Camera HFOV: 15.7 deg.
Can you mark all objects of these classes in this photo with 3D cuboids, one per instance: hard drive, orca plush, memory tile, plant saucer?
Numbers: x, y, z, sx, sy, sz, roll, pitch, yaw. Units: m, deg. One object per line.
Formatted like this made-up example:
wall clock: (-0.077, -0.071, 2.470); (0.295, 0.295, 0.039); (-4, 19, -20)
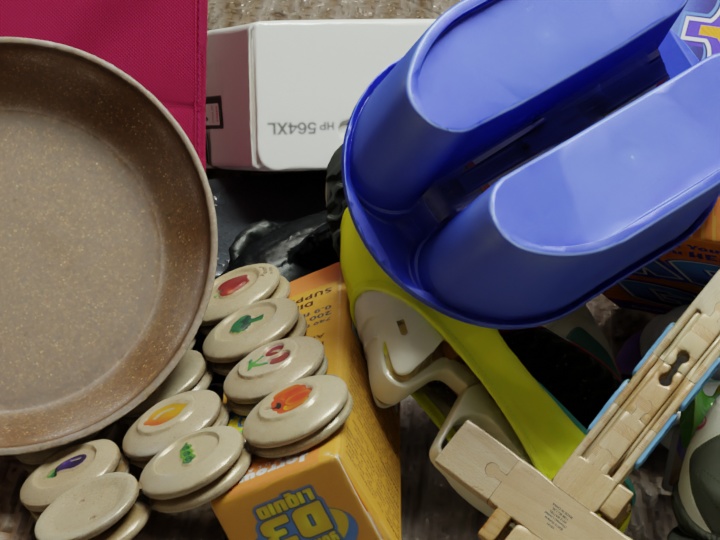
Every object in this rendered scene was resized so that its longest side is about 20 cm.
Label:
hard drive: (-0.002, -0.014, 1.441); (0.200, 0.042, 0.135); (-4, 26, -19)
orca plush: (0.000, 0.000, 1.325); (0.200, 0.071, 0.105); (-9, 63, -15)
memory tile: (-0.089, 0.061, 1.191); (0.153, 0.017, 0.200); (-28, 23, -3)
plant saucer: (-0.166, -0.009, 1.210); (0.200, 0.201, 0.037); (4, -16, -3)

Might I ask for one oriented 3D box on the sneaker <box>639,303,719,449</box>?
sneaker: (0.234, 0.074, 1.287); (0.200, 0.070, 0.080); (7, 41, 7)

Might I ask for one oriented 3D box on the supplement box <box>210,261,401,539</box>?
supplement box: (-0.022, 0.072, 1.200); (0.066, 0.069, 0.200); (-22, 25, 10)

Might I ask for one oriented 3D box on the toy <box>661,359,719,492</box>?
toy: (0.248, 0.080, 1.213); (0.200, 0.115, 0.047); (7, 37, 1)

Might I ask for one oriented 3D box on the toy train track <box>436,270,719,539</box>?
toy train track: (0.112, 0.080, 1.150); (0.115, 0.033, 0.200); (36, 77, 15)

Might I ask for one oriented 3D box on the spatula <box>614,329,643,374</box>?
spatula: (0.233, 0.058, 1.360); (0.200, 0.021, 0.057); (14, 32, 16)

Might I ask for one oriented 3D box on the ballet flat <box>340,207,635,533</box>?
ballet flat: (0.044, 0.055, 1.194); (0.067, 0.067, 0.200); (-36, 82, -33)

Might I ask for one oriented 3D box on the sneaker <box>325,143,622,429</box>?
sneaker: (0.056, 0.008, 1.292); (0.200, 0.070, 0.093); (45, 13, -10)

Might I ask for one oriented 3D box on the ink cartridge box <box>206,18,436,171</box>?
ink cartridge box: (-0.019, -0.101, 1.498); (0.146, 0.084, 0.200); (-3, 3, -18)

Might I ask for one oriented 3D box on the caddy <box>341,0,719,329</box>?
caddy: (0.088, -0.061, 1.182); (0.200, 0.105, 0.141); (-30, 82, -25)

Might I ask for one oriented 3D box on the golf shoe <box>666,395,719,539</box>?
golf shoe: (0.239, 0.113, 1.165); (0.200, 0.088, 0.077); (10, 23, 5)

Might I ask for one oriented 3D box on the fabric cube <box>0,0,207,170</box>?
fabric cube: (-0.197, -0.092, 1.342); (0.199, 0.200, 0.196); (-2, 10, -18)

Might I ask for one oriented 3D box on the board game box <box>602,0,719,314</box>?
board game box: (0.215, -0.082, 1.335); (0.200, 0.200, 0.200); (11, -11, 28)
